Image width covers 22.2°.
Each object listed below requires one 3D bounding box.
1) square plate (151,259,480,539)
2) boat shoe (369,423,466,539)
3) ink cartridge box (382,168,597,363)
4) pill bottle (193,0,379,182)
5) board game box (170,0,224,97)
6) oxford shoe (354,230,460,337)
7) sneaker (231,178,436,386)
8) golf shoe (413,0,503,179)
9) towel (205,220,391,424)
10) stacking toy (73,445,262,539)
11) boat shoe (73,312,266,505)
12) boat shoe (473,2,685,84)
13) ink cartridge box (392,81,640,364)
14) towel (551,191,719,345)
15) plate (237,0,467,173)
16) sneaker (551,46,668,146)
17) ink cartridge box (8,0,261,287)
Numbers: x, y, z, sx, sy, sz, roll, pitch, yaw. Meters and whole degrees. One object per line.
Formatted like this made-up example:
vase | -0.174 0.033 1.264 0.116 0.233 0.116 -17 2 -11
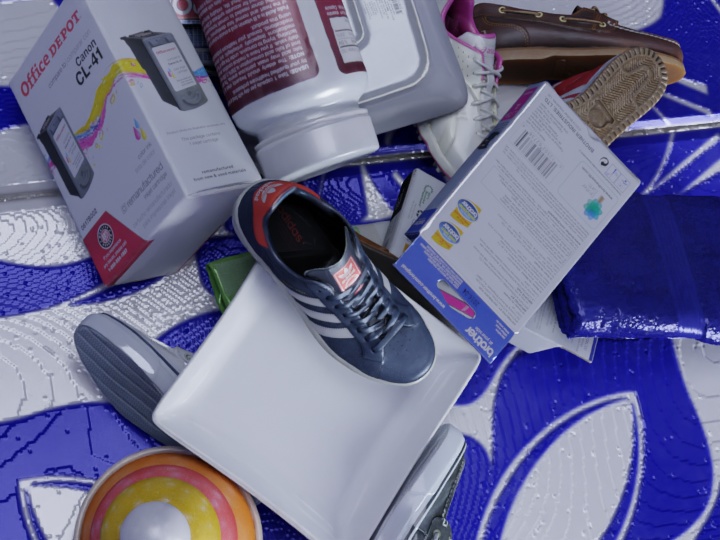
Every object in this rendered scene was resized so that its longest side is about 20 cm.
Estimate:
square plate | -0.033 0.090 1.414 0.198 0.028 0.201 38 75 -14
boat shoe | 0.039 0.218 1.438 0.071 0.072 0.201 34 72 -10
ink cartridge box | 0.113 0.001 1.538 0.198 0.037 0.095 27 54 -10
pill bottle | -0.061 -0.175 1.439 0.113 0.114 0.202 -18 88 -19
board game box | -0.118 -0.220 1.556 0.197 0.062 0.203 -2 84 -8
oxford shoe | 0.000 0.000 1.470 0.199 0.071 0.071 38 106 -12
sneaker | -0.012 0.011 1.367 0.200 0.084 0.075 43 73 -13
golf shoe | 0.088 -0.151 1.574 0.075 0.091 0.202 -3 65 -54
towel | -0.016 0.040 1.495 0.198 0.031 0.150 -13 68 -29
stacking toy | -0.146 0.191 1.317 0.144 0.200 0.148 0 78 -1
boat shoe | -0.137 0.099 1.446 0.200 0.073 0.067 45 50 -4
boat shoe | 0.194 -0.205 1.639 0.197 0.070 0.071 4 68 -12
ink cartridge box | 0.121 -0.038 1.467 0.119 0.042 0.200 44 73 -14
towel | 0.244 0.000 1.561 0.198 0.050 0.149 4 55 -24
plate | -0.027 -0.204 1.521 0.198 0.032 0.202 -18 87 -10
sneaker | 0.165 -0.115 1.571 0.199 0.112 0.072 -34 94 -23
ink cartridge box | -0.183 -0.111 1.463 0.085 0.148 0.201 -16 71 -43
